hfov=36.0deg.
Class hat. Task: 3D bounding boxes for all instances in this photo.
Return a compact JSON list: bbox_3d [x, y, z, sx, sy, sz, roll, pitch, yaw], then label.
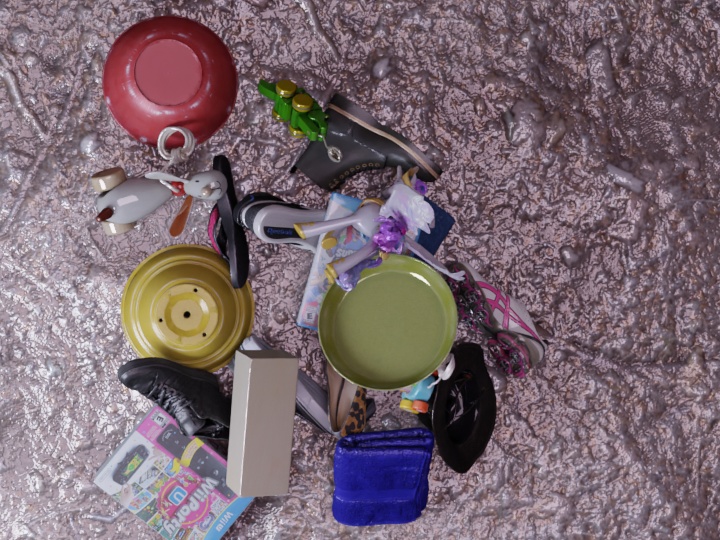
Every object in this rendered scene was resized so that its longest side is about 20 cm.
[{"bbox_3d":[0.129,0.205,1.672,0.081,0.201,0.201,2,93,32],"label":"hat"}]

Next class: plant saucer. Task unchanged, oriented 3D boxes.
[{"bbox_3d":[0.040,0.075,1.571,0.200,0.031,0.200,-3,71,10],"label":"plant saucer"}]

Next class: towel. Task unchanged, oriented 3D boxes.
[{"bbox_3d":[0.053,-0.026,1.667,0.112,0.049,0.200,35,86,-23],"label":"towel"},{"bbox_3d":[0.033,0.311,1.630,0.147,0.050,0.200,-6,136,-8],"label":"towel"}]

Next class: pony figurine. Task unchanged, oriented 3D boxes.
[{"bbox_3d":[0.035,-0.054,1.527,0.200,0.193,0.167,-32,136,-9],"label":"pony figurine"}]

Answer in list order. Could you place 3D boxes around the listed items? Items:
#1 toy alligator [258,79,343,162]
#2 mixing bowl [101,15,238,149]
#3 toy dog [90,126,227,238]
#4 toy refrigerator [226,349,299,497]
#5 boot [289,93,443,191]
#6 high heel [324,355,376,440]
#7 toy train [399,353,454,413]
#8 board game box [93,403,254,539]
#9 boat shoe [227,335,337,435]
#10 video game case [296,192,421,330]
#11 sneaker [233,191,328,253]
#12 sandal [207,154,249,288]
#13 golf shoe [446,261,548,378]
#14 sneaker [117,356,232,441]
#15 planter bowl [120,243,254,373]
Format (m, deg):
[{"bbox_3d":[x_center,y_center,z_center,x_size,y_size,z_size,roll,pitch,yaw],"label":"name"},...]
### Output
[{"bbox_3d":[-0.074,-0.226,1.623,0.054,0.059,0.200,-27,57,-33],"label":"toy alligator"},{"bbox_3d":[-0.275,-0.276,1.593,0.200,0.108,0.200,0,93,-8],"label":"mixing bowl"},{"bbox_3d":[-0.299,-0.103,1.571,0.200,0.096,0.132,-28,111,18],"label":"toy dog"},{"bbox_3d":[-0.142,0.217,1.587,0.076,0.070,0.200,1,97,-26],"label":"toy refrigerator"},{"bbox_3d":[0.008,-0.153,1.652,0.200,0.077,0.138,34,92,13],"label":"boot"},{"bbox_3d":[-0.030,0.145,1.623,0.071,0.143,0.200,-15,97,20],"label":"high heel"},{"bbox_3d":[0.082,0.118,1.629,0.056,0.200,0.150,22,114,-13],"label":"toy train"},{"bbox_3d":[-0.269,0.311,1.641,0.200,0.064,0.148,40,87,-8],"label":"board game box"},{"bbox_3d":[-0.112,0.184,1.661,0.200,0.072,0.071,43,101,-2],"label":"boat shoe"},{"bbox_3d":[0.000,0.000,1.619,0.143,0.018,0.200,15,93,-15],"label":"video game case"},{"bbox_3d":[-0.096,-0.076,1.645,0.200,0.112,0.073,14,102,-42],"label":"sneaker"},{"bbox_3d":[-0.202,-0.069,1.633,0.045,0.075,0.200,-12,85,7],"label":"sandal"},{"bbox_3d":[0.208,0.065,1.700,0.092,0.073,0.200,-36,91,-38],"label":"golf shoe"},{"bbox_3d":[-0.252,0.192,1.596,0.200,0.104,0.060,17,131,-41],"label":"sneaker"},{"bbox_3d":[-0.253,0.062,1.622,0.200,0.083,0.201,0,92,-8],"label":"planter bowl"}]
